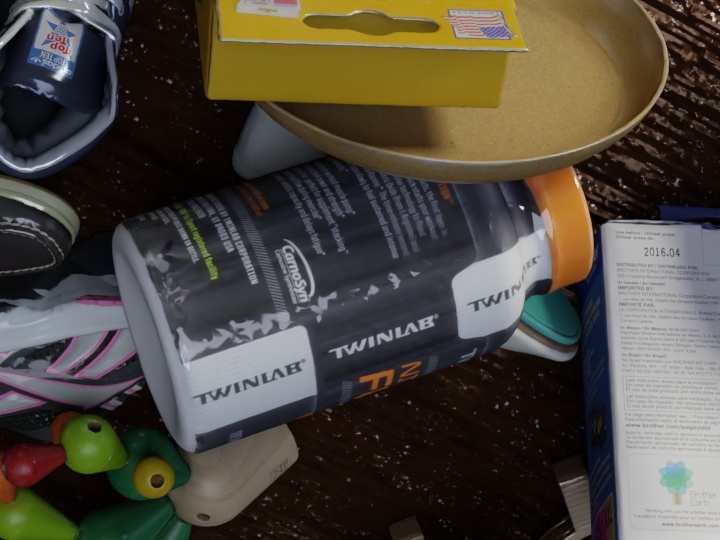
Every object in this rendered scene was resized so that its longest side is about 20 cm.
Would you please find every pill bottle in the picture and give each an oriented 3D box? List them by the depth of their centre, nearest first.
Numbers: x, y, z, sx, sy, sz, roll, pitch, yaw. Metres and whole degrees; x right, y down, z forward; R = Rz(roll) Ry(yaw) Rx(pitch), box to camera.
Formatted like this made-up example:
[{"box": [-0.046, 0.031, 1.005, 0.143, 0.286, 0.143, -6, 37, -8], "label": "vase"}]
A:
[{"box": [0.000, 0.000, 0.898, 0.199, 0.106, 0.107, -18, 109, -13], "label": "pill bottle"}]

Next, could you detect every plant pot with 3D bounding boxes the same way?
[{"box": [0.035, -0.094, 0.906, 0.199, 0.201, 0.028, 0, 127, -9], "label": "plant pot"}]

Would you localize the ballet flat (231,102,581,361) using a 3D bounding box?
[{"box": [0.019, -0.014, 0.997, 0.200, 0.069, 0.069, 40, 98, -14], "label": "ballet flat"}]

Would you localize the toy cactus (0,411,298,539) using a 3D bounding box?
[{"box": [-0.099, 0.122, 0.989, 0.165, 0.102, 0.201, -31, 137, -24], "label": "toy cactus"}]

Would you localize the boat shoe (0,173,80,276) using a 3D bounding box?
[{"box": [-0.225, -0.004, 0.929, 0.199, 0.065, 0.073, -2, 151, 12], "label": "boat shoe"}]

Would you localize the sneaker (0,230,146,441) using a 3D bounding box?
[{"box": [-0.132, 0.037, 0.986, 0.199, 0.080, 0.087, -6, 119, 2], "label": "sneaker"}]

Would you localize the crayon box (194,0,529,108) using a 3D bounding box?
[{"box": [-0.008, -0.128, 0.877, 0.125, 0.200, 0.052, 1, 127, -9], "label": "crayon box"}]

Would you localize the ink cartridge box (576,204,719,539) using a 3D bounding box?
[{"box": [0.177, 0.053, 0.982, 0.135, 0.076, 0.201, 2, 68, -5], "label": "ink cartridge box"}]

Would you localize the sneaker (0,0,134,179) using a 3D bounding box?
[{"box": [-0.125, -0.135, 0.906, 0.070, 0.109, 0.201, 17, 104, -14], "label": "sneaker"}]

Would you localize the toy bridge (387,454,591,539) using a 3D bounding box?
[{"box": [0.033, 0.163, 1.067, 0.199, 0.027, 0.068, -21, 110, -1], "label": "toy bridge"}]
